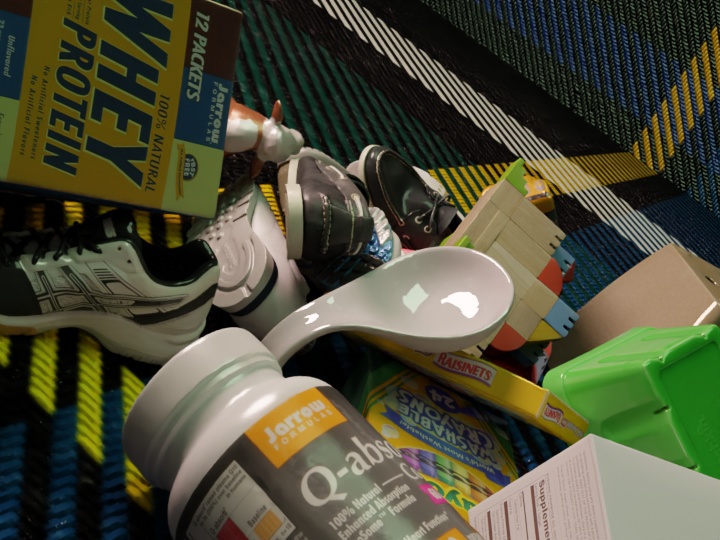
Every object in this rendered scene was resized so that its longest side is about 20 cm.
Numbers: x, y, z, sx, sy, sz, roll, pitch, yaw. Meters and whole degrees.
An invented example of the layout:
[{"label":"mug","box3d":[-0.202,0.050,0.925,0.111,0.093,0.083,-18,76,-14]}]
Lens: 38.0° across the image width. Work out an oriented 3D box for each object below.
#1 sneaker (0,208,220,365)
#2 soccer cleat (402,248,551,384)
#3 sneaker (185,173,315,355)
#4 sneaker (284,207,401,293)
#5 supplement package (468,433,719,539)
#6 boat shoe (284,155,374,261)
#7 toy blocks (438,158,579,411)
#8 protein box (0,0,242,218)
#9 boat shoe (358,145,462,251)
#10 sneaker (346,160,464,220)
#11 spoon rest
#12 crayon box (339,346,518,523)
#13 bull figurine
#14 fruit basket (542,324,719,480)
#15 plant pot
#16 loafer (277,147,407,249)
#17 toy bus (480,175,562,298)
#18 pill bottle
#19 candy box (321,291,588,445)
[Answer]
[{"label":"sneaker","box3d":[-0.179,-0.007,0.653,0.198,0.088,0.076,15,29,-37]},{"label":"soccer cleat","box3d":[0.088,0.042,0.977,0.197,0.067,0.077,25,49,-6]},{"label":"sneaker","box3d":[-0.085,-0.006,0.834,0.080,0.076,0.201,41,16,-30]},{"label":"sneaker","box3d":[0.000,0.000,0.860,0.087,0.075,0.200,50,-7,-18]},{"label":"supplement package","box3d":[0.176,0.208,0.595,0.198,0.111,0.158,22,46,-28]},{"label":"boat shoe","box3d":[-0.026,-0.049,0.816,0.066,0.073,0.200,-4,13,-3]},{"label":"toy blocks","box3d":[0.125,0.025,0.916,0.136,0.201,0.100,40,-18,-5]},{"label":"protein box","box3d":[-0.218,-0.119,0.666,0.197,0.138,0.198,9,0,43]},{"label":"boat shoe","box3d":[0.071,-0.041,1.007,0.075,0.065,0.201,-50,121,-36]},{"label":"sneaker","box3d":[0.084,-0.061,1.176,0.200,0.074,0.115,41,25,23]},{"label":"spoon rest","box3d":[0.014,0.036,0.714,0.198,0.061,0.100,-25,42,-14]},{"label":"crayon box","box3d":[0.046,0.143,0.702,0.124,0.052,0.201,29,22,-11]},{"label":"bull figurine","box3d":[-0.149,-0.114,0.864,0.196,0.066,0.122,-10,27,-13]},{"label":"fruit basket","box3d":[0.229,0.154,0.832,0.154,0.218,0.216,-20,51,-32]},{"label":"plant pot","box3d":[0.326,0.097,1.035,0.198,0.178,0.201,26,21,-17]},{"label":"loafer","box3d":[-0.008,-0.045,1.033,0.198,0.075,0.071,29,63,-31]},{"label":"toy bus","box3d":[0.163,-0.024,1.058,0.201,0.064,0.079,72,6,-52]},{"label":"pill bottle","box3d":[-0.026,0.129,0.535,0.200,0.117,0.116,42,23,22]},{"label":"candy box","box3d":[0.066,0.072,0.780,0.198,0.027,0.102,23,-10,34]}]
